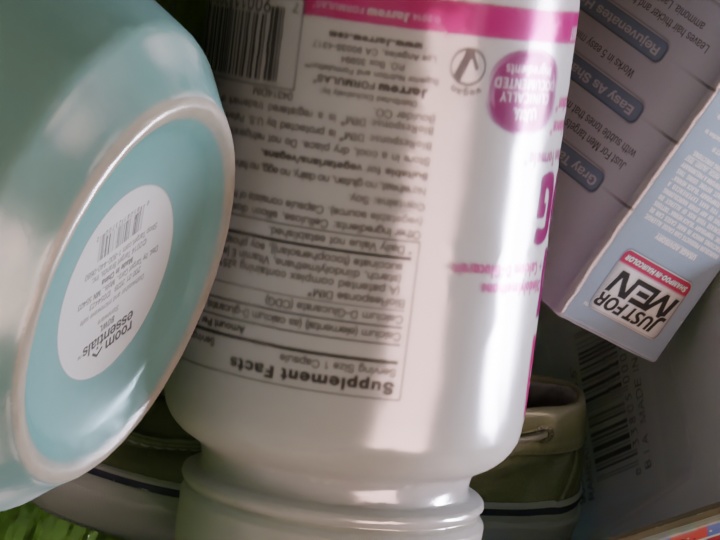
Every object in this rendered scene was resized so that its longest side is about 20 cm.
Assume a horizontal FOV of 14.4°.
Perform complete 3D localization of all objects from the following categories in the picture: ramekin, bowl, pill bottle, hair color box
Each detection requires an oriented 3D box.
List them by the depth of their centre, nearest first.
[{"bbox_3d":[-0.107,-0.013,0.787,0.201,0.105,0.201,-53,156,-36],"label":"bowl"},{"bbox_3d":[0.000,0.000,0.873,0.113,0.113,0.200,1,100,-39],"label":"pill bottle"},{"bbox_3d":[0.108,-0.082,0.937,0.061,0.099,0.200,27,101,-47],"label":"hair color box"},{"bbox_3d":[0.122,0.050,1.015,0.098,0.200,0.201,4,116,-32],"label":"ramekin"}]

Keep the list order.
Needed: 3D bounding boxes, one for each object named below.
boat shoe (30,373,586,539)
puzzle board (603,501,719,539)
[{"bbox_3d":[-0.019,0.057,0.968,0.200,0.072,0.062,5,108,-15],"label":"boat shoe"},{"bbox_3d":[0.115,0.150,0.966,0.150,0.017,0.200,-19,136,5],"label":"puzzle board"}]
